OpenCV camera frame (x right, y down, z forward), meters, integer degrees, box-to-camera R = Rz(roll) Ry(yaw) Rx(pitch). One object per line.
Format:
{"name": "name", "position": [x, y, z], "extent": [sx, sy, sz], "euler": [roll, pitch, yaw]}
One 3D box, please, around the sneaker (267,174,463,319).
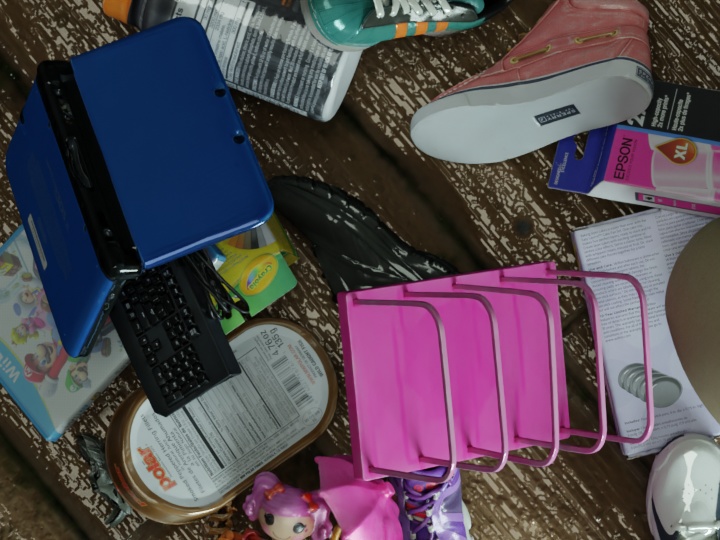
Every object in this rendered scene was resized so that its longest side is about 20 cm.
{"name": "sneaker", "position": [0.000, 0.000, 1.683], "extent": [0.199, 0.076, 0.091], "euler": [36, 96, 4]}

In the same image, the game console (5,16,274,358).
{"name": "game console", "position": [-0.170, -0.062, 1.604], "extent": [0.118, 0.171, 0.201], "euler": [-3, 54, -30]}

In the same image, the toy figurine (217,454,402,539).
{"name": "toy figurine", "position": [-0.048, 0.224, 1.636], "extent": [0.199, 0.150, 0.185], "euler": [17, 99, 7]}

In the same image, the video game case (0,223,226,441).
{"name": "video game case", "position": [-0.215, 0.011, 1.664], "extent": [0.200, 0.018, 0.143], "euler": [-46, 71, 11]}

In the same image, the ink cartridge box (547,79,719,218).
{"name": "ink cartridge box", "position": [0.248, -0.093, 1.653], "extent": [0.198, 0.037, 0.095], "euler": [10, 68, 16]}

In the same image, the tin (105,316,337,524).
{"name": "tin", "position": [-0.105, 0.112, 1.659], "extent": [0.200, 0.042, 0.112], "euler": [-34, 89, -28]}

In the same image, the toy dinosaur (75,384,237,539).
{"name": "toy dinosaur", "position": [-0.147, 0.139, 1.686], "extent": [0.135, 0.102, 0.201], "euler": [-17, 66, -13]}

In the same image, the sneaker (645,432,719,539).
{"name": "sneaker", "position": [0.257, 0.232, 1.617], "extent": [0.079, 0.130, 0.201], "euler": [5, 102, -3]}

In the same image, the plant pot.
{"name": "plant pot", "position": [0.302, 0.029, 1.571], "extent": [0.134, 0.200, 0.201], "euler": [32, 93, 39]}

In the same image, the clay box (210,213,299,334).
{"name": "clay box", "position": [-0.132, -0.041, 1.675], "extent": [0.115, 0.048, 0.201], "euler": [-33, 75, 12]}

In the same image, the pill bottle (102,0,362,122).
{"name": "pill bottle", "position": [-0.098, -0.198, 1.672], "extent": [0.199, 0.106, 0.107], "euler": [22, 92, 4]}

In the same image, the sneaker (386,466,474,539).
{"name": "sneaker", "position": [0.046, 0.179, 1.673], "extent": [0.080, 0.083, 0.202], "euler": [-4, 91, 4]}

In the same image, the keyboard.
{"name": "keyboard", "position": [-0.156, 0.000, 1.611], "extent": [0.104, 0.040, 0.201], "euler": [-32, 74, 15]}

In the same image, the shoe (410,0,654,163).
{"name": "shoe", "position": [0.134, -0.150, 1.679], "extent": [0.199, 0.072, 0.092], "euler": [-13, 49, 25]}

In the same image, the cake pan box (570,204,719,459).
{"name": "cake pan box", "position": [0.277, 0.033, 1.674], "extent": [0.199, 0.052, 0.186], "euler": [-15, 91, 4]}

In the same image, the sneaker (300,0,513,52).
{"name": "sneaker", "position": [0.041, -0.211, 1.614], "extent": [0.080, 0.199, 0.072], "euler": [-18, 87, 43]}

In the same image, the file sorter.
{"name": "file sorter", "position": [0.104, 0.074, 1.592], "extent": [0.199, 0.125, 0.140], "euler": [-8, 95, -34]}
